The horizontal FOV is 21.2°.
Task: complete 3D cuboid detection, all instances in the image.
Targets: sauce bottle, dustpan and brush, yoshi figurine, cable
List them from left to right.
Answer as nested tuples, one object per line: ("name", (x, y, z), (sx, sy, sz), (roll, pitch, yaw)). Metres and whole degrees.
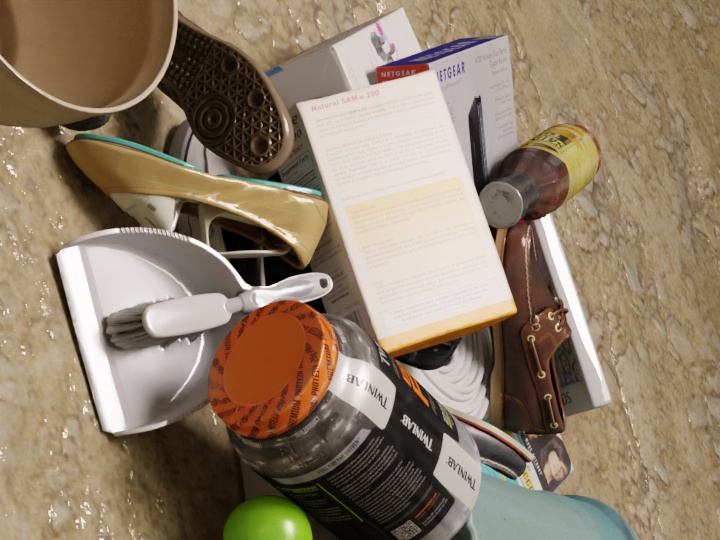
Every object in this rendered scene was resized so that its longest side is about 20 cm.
("dustpan and brush", (-0.105, 0.028, 1.353), (0.199, 0.057, 0.141), (-12, 84, -46))
("yoshi figurine", (-0.084, 0.220, 1.276), (0.113, 0.112, 0.200), (53, 28, -15))
("cable", (0.042, 0.046, 1.651), (0.200, 0.069, 0.201), (38, 42, -48))
("sauce bottle", (0.154, -0.080, 1.655), (0.066, 0.066, 0.200), (66, 25, -5))

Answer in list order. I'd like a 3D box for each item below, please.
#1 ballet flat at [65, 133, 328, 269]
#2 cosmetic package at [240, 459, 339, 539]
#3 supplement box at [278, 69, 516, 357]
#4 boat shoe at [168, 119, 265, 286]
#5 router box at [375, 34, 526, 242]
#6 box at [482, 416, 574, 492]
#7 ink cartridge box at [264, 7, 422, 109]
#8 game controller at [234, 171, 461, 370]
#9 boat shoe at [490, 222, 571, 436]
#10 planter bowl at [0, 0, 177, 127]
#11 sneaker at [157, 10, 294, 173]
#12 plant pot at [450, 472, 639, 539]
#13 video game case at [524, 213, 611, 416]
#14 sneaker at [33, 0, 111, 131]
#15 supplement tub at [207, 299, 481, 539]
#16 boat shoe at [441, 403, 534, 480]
("ballet flat", (-0.117, -0.046, 1.373), (0.199, 0.069, 0.064), (13, 80, -18))
("cosmetic package", (-0.050, 0.145, 1.439), (0.082, 0.050, 0.202), (27, 50, -55))
("supplement box", (0.022, -0.039, 1.467), (0.125, 0.073, 0.201), (-15, 83, -26))
("boat shoe", (-0.101, -0.033, 1.450), (0.072, 0.065, 0.201), (35, 43, -46))
("router box", (0.080, -0.098, 1.631), (0.200, 0.048, 0.181), (-31, 117, -63))
("box", (0.128, 0.183, 1.730), (0.200, 0.049, 0.083), (-32, 101, -61))
("ink cartridge box", (-0.018, -0.162, 1.629), (0.068, 0.115, 0.200), (66, 28, -8))
("game controller", (0.000, 0.000, 1.519), (0.199, 0.042, 0.105), (25, 78, -15))
("boat shoe", (0.149, 0.051, 1.664), (0.070, 0.070, 0.201), (-58, 149, -57))
("planter bowl", (-0.232, -0.178, 1.226), (0.200, 0.134, 0.202), (24, 58, -45))
("sneaker", (-0.107, -0.140, 1.427), (0.200, 0.071, 0.075), (44, 12, 26))
("plant pot", (0.090, 0.242, 1.493), (0.196, 0.199, 0.202), (29, 47, -41))
("video game case", (0.165, 0.040, 1.799), (0.182, 0.024, 0.201), (143, -69, -74))
("sneaker", (-0.215, -0.196, 1.349), (0.080, 0.073, 0.201), (-29, 98, -64))
("supplement tub", (-0.011, 0.112, 1.340), (0.200, 0.122, 0.123), (45, 37, -43))
("boat shoe", (0.045, 0.131, 1.535), (0.199, 0.071, 0.063), (24, 80, -19))
